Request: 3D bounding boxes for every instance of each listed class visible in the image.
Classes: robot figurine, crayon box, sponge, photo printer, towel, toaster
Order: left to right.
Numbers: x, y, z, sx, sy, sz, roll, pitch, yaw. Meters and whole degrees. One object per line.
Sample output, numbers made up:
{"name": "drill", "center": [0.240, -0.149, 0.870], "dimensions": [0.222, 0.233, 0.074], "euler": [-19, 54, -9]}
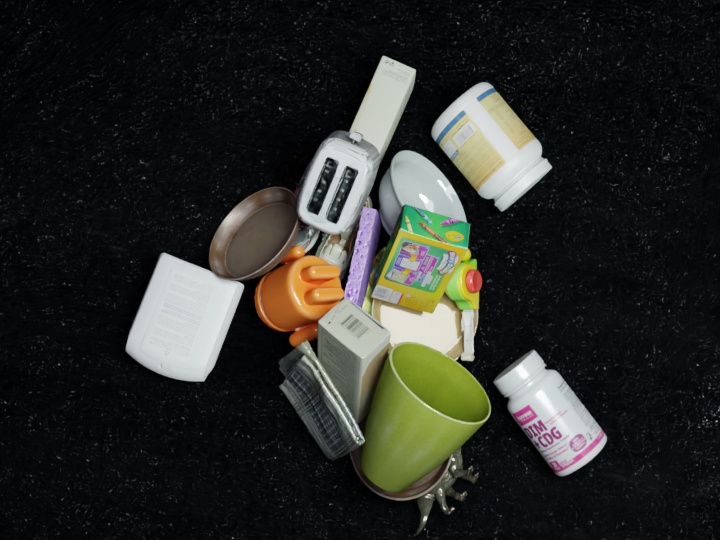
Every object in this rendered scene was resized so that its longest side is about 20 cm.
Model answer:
{"name": "photo printer", "center": [-0.318, 0.091, 1.534], "dimensions": [0.164, 0.069, 0.203], "euler": [20, 82, 1]}
{"name": "robot figurine", "center": [-0.111, 0.044, 1.498], "dimensions": [0.144, 0.199, 0.117], "euler": [50, 53, -15]}
{"name": "towel", "center": [-0.076, 0.228, 1.465], "dimensions": [0.034, 0.193, 0.202], "euler": [-28, 81, -24]}
{"name": "toaster", "center": [-0.043, -0.142, 1.469], "dimensions": [0.112, 0.129, 0.202], "euler": [25, 101, 1]}
{"name": "sponge", "center": [0.000, 0.000, 1.521], "dimensions": [0.029, 0.112, 0.203], "euler": [12, 79, 7]}
{"name": "towel", "center": [0.014, 0.057, 1.578], "dimensions": [0.086, 0.018, 0.201], "euler": [39, 82, 5]}
{"name": "crayon box", "center": [0.100, -0.015, 1.459], "dimensions": [0.117, 0.201, 0.059], "euler": [16, 52, -5]}

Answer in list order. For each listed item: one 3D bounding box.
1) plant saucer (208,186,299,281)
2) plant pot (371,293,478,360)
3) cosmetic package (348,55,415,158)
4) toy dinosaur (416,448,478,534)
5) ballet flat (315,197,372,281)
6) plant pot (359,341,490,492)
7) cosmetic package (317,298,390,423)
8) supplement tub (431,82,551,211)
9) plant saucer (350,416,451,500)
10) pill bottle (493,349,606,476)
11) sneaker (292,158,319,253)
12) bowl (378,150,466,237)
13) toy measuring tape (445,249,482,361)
{"name": "plant saucer", "center": [-0.184, -0.060, 1.531], "dimensions": [0.198, 0.035, 0.203], "euler": [-20, 47, 23]}
{"name": "plant pot", "center": [0.116, 0.080, 1.566], "dimensions": [0.196, 0.027, 0.204], "euler": [1, 85, -8]}
{"name": "cosmetic package", "center": [0.031, -0.280, 1.588], "dimensions": [0.070, 0.105, 0.202], "euler": [23, 80, 3]}
{"name": "toy dinosaur", "center": [0.142, 0.367, 1.516], "dimensions": [0.101, 0.077, 0.202], "euler": [27, 91, 30]}
{"name": "ballet flat", "center": [-0.037, -0.056, 1.571], "dimensions": [0.067, 0.062, 0.203], "euler": [23, 81, 2]}
{"name": "plant pot", "center": [0.081, 0.254, 1.390], "dimensions": [0.186, 0.187, 0.202], "euler": [32, 114, 3]}
{"name": "cosmetic package", "center": [-0.014, 0.154, 1.431], "dimensions": [0.105, 0.201, 0.071], "euler": [37, 57, 23]}
{"name": "supplement tub", "center": [0.240, -0.224, 1.565], "dimensions": [0.144, 0.145, 0.201], "euler": [-38, 84, -7]}
{"name": "plant saucer", "center": [0.075, 0.296, 1.495], "dimensions": [0.197, 0.034, 0.204], "euler": [-7, 73, 24]}
{"name": "pill bottle", "center": [0.331, 0.249, 1.512], "dimensions": [0.113, 0.113, 0.201], "euler": [-37, 84, -7]}
{"name": "sneaker", "center": [-0.100, -0.126, 1.573], "dimensions": [0.079, 0.075, 0.203], "euler": [18, 82, 1]}
{"name": "bowl", "center": [0.097, -0.107, 1.547], "dimensions": [0.090, 0.200, 0.203], "euler": [-33, 82, 35]}
{"name": "toy measuring tape", "center": [0.179, 0.059, 1.525], "dimensions": [0.072, 0.074, 0.204], "euler": [2, 84, -2]}
